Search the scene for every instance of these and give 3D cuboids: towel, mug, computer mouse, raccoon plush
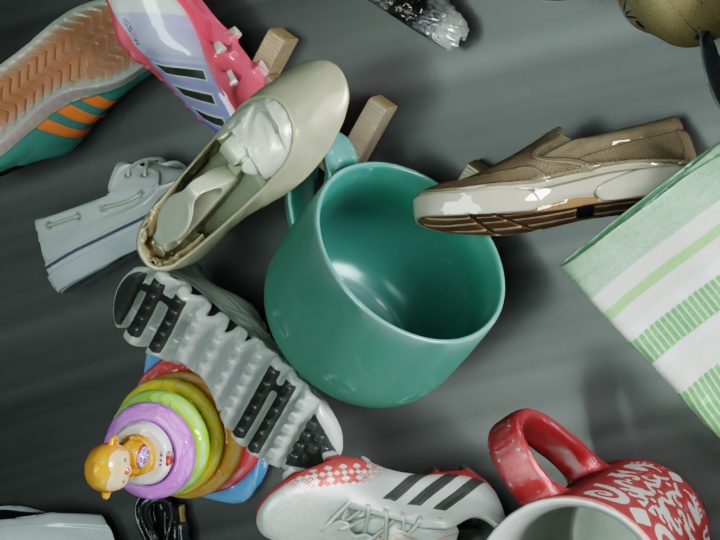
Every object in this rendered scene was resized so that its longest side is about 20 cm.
[{"bbox_3d":[0.257,0.025,1.635,0.152,0.023,0.200,-39,103,20],"label":"towel"},{"bbox_3d":[0.165,0.177,1.623,0.133,0.200,0.179,0,96,20],"label":"mug"},{"bbox_3d":[-0.223,0.223,1.849,0.199,0.044,0.111,-1,97,19],"label":"computer mouse"},{"bbox_3d":[0.009,0.007,1.693,0.151,0.186,0.115,19,135,-20],"label":"mug"},{"bbox_3d":[0.016,-0.263,1.703,0.199,0.097,0.134,32,93,-17],"label":"raccoon plush"}]

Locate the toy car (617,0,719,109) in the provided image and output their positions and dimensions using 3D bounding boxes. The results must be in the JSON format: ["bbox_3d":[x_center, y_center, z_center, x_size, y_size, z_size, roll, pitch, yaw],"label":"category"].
[{"bbox_3d":[0.191,-0.191,1.599,0.157,0.164,0.200,-33,99,23],"label":"toy car"}]

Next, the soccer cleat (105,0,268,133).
[{"bbox_3d":[-0.129,-0.157,1.729,0.076,0.067,0.201,-34,87,25],"label":"soccer cleat"}]

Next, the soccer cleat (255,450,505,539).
[{"bbox_3d":[0.022,0.176,1.682,0.085,0.199,0.069,53,128,44],"label":"soccer cleat"}]

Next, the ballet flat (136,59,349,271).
[{"bbox_3d":[-0.086,-0.068,1.660,0.070,0.069,0.200,49,117,8],"label":"ballet flat"}]

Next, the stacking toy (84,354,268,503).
[{"bbox_3d":[-0.144,0.122,1.724,0.109,0.200,0.117,14,102,17],"label":"stacking toy"}]

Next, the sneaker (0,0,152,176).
[{"bbox_3d":[-0.217,-0.136,1.795,0.199,0.080,0.072,-30,71,1],"label":"sneaker"}]

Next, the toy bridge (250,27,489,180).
[{"bbox_3d":[0.002,-0.094,1.738,0.199,0.027,0.067,35,109,12],"label":"toy bridge"}]

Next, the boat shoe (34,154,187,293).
[{"bbox_3d":[-0.161,-0.051,1.776,0.199,0.074,0.067,-27,88,21],"label":"boat shoe"}]

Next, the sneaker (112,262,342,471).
[{"bbox_3d":[-0.082,0.063,1.719,0.200,0.081,0.075,43,117,12],"label":"sneaker"}]

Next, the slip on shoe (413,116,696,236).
[{"bbox_3d":[0.133,-0.066,1.653,0.198,0.076,0.061,-8,78,0],"label":"slip on shoe"}]
